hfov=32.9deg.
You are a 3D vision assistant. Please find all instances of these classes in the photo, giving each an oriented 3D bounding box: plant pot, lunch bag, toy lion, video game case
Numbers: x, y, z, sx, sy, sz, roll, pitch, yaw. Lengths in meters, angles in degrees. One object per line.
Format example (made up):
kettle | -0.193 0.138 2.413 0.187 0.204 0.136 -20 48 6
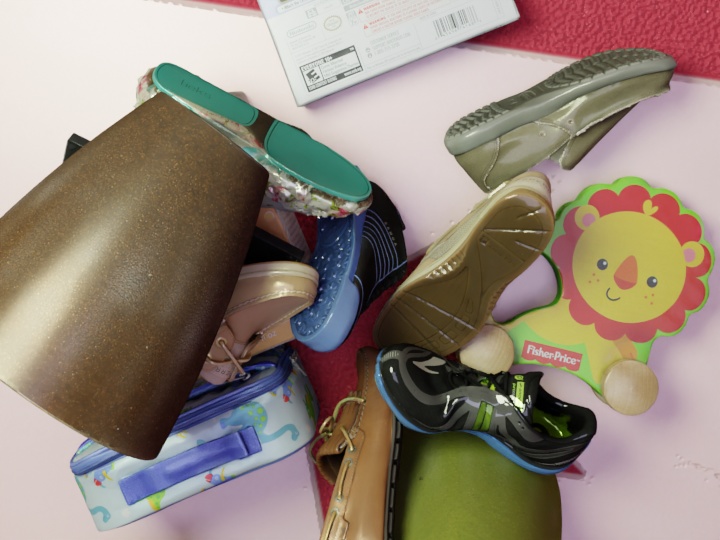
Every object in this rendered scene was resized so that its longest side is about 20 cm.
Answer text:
plant pot | -0.154 -0.010 0.821 0.186 0.187 0.201 37 88 -4
lunch bag | -0.132 0.134 1.003 0.198 0.161 0.083 -24 96 6
toy lion | 0.192 0.012 1.032 0.197 0.069 0.195 13 92 0
plant pot | 0.086 0.230 0.989 0.184 0.200 0.190 0 99 1
video game case | 0.008 -0.256 1.000 0.197 0.045 0.184 -20 99 4

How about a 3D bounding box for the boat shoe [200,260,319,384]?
boat shoe | -0.113 0.054 0.918 0.198 0.073 0.070 -23 62 26

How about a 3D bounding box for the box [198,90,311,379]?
box | -0.118 -0.031 1.011 0.123 0.098 0.202 -23 97 5

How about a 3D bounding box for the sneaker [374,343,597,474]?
sneaker | 0.101 0.099 0.964 0.197 0.071 0.083 23 138 -18

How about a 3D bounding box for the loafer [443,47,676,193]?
loafer | 0.169 -0.123 1.009 0.198 0.075 0.070 -22 109 9

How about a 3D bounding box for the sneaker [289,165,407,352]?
sneaker | 0.000 0.000 0.968 0.070 0.201 0.078 -33 118 33

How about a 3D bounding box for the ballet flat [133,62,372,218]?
ballet flat | -0.085 -0.088 0.928 0.198 0.076 0.064 31 127 0

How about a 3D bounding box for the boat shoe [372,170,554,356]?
boat shoe | 0.085 -0.001 0.989 0.072 0.065 0.200 36 121 -8

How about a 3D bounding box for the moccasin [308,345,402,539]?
moccasin | -0.006 0.150 0.967 0.076 0.074 0.204 4 59 4

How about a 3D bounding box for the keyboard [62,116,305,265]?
keyboard | -0.133 -0.051 0.922 0.198 0.021 0.128 27 136 -2
